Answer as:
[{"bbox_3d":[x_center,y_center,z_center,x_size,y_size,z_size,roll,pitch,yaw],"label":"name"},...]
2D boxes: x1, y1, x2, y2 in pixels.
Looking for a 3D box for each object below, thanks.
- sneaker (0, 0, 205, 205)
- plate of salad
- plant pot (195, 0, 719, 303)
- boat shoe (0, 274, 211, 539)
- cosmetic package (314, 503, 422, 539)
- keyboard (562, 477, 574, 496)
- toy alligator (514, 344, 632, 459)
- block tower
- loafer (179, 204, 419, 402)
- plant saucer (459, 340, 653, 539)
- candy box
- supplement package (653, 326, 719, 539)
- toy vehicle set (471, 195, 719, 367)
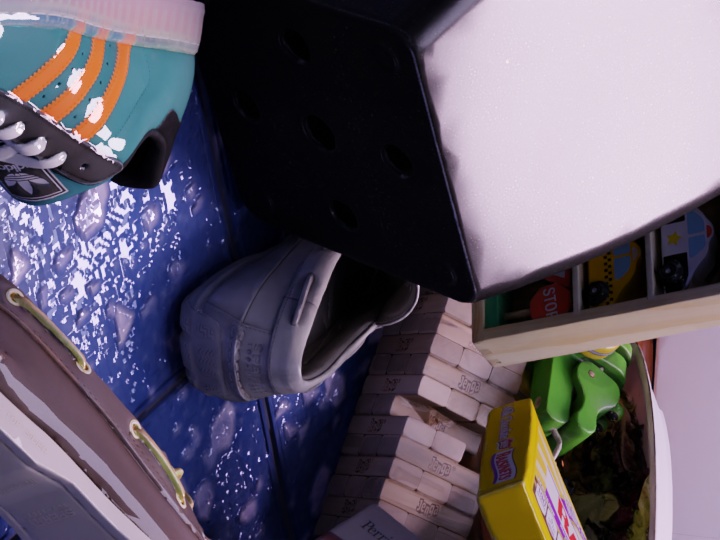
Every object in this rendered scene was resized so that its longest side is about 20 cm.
[{"bbox_3d":[-0.119,-0.062,0.862,0.200,0.071,0.081,-4,99,-60],"label":"sneaker"},{"bbox_3d":[0.118,0.133,1.218,0.200,0.048,0.202,-175,-90,-86],"label":"plate of salad"},{"bbox_3d":[0.040,-0.104,1.011,0.177,0.199,0.201,-42,135,-28],"label":"plant pot"},{"bbox_3d":[-0.095,0.085,0.916,0.200,0.072,0.060,49,48,-26],"label":"boat shoe"},{"bbox_3d":[-0.036,0.194,0.998,0.199,0.103,0.088,-30,139,-34],"label":"cosmetic package"},{"bbox_3d":[0.043,0.176,1.191,0.104,0.039,0.200,-54,169,-38],"label":"keyboard"},{"bbox_3d":[0.104,0.049,1.165,0.054,0.059,0.201,25,45,-24],"label":"toy alligator"},{"bbox_3d":[0.030,0.077,1.153,0.058,0.054,0.201,27,75,-26],"label":"block tower"},{"bbox_3d":[0.000,0.000,1.080,0.200,0.069,0.070,-43,134,-44],"label":"loafer"},{"bbox_3d":[0.095,0.077,1.296,0.200,0.037,0.202,-28,124,-52],"label":"plant saucer"},{"bbox_3d":[0.097,0.162,1.047,0.102,0.026,0.201,-78,147,-74],"label":"candy box"},{"bbox_3d":[0.229,0.057,1.399,0.120,0.120,0.201,-53,146,-71],"label":"supplement package"},{"bbox_3d":[0.112,-0.059,1.126,0.027,0.123,0.201,49,35,-51],"label":"toy vehicle set"}]
